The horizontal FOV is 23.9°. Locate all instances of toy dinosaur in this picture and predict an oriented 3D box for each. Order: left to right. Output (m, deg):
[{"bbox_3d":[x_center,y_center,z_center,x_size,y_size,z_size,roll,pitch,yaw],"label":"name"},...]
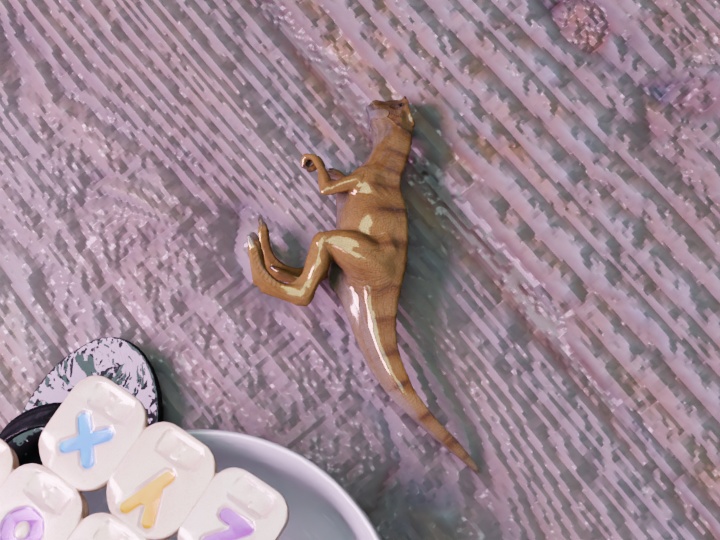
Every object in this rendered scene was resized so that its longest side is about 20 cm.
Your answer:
[{"bbox_3d":[0.000,0.000,0.849,0.106,0.060,0.201,-4,73,4],"label":"toy dinosaur"}]

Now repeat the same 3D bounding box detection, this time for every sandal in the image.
[{"bbox_3d":[-0.167,0.120,0.837,0.075,0.048,0.201,33,80,15],"label":"sandal"}]

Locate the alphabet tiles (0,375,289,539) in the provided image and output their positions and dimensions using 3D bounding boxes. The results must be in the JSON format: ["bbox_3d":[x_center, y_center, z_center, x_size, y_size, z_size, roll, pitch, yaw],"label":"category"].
[{"bbox_3d":[-0.129,0.155,0.753,0.199,0.015,0.196,31,79,14],"label":"alphabet tiles"}]

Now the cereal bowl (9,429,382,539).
[{"bbox_3d":[-0.073,0.179,0.790,0.199,0.083,0.201,-2,73,7],"label":"cereal bowl"}]
